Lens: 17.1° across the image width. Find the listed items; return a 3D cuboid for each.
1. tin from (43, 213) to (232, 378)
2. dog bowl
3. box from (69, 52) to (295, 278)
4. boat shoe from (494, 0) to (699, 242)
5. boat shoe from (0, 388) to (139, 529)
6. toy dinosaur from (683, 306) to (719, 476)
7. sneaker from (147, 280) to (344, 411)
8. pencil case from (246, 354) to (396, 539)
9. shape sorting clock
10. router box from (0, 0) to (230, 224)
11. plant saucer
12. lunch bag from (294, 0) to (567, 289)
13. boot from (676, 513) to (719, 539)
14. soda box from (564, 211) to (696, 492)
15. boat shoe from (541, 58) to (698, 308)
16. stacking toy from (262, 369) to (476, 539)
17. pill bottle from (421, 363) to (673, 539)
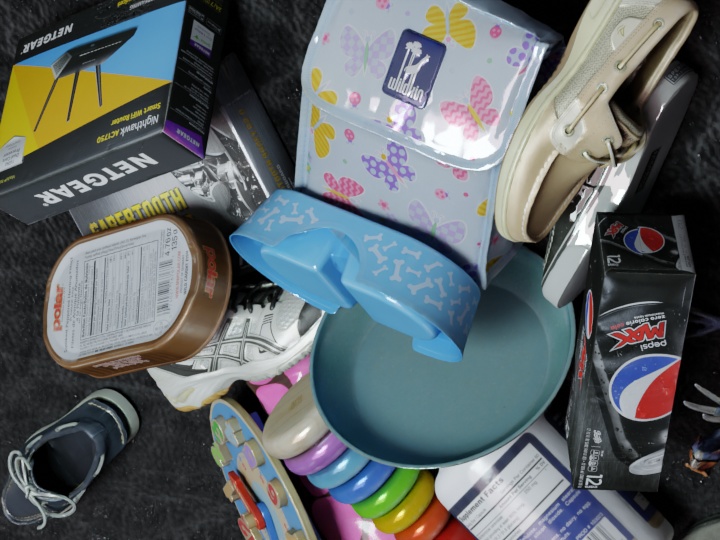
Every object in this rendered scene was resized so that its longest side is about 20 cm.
[{"bbox_3d":[-0.176,0.018,1.841,0.199,0.042,0.113,-14,64,45],"label":"tin"},{"bbox_3d":[0.000,0.000,1.698,0.199,0.050,0.112,23,165,33],"label":"dog bowl"},{"bbox_3d":[-0.142,-0.063,1.874,0.199,0.048,0.159,-19,103,39],"label":"box"},{"bbox_3d":[0.154,-0.099,1.569,0.065,0.072,0.201,35,105,27],"label":"boat shoe"},{"bbox_3d":[-0.263,0.174,2.077,0.075,0.062,0.200,52,132,-3],"label":"boat shoe"},{"bbox_3d":[0.289,0.083,1.638,0.199,0.105,0.182,17,142,14],"label":"toy dinosaur"},{"bbox_3d":[-0.098,0.039,1.834,0.199,0.076,0.088,-28,110,32],"label":"sneaker"},{"bbox_3d":[-0.018,0.147,1.881,0.093,0.091,0.201,-15,103,45],"label":"pencil case"},{"bbox_3d":[-0.074,0.194,1.914,0.201,0.039,0.200,59,166,24],"label":"shape sorting clock"},{"bbox_3d":[-0.190,-0.132,1.807,0.199,0.150,0.051,-18,144,39],"label":"router box"},{"bbox_3d":[0.062,0.064,1.731,0.199,0.201,0.036,14,152,28],"label":"plant saucer"},{"bbox_3d":[0.049,-0.113,1.653,0.169,0.127,0.201,28,136,18],"label":"lunch bag"},{"bbox_3d":[0.283,0.227,1.686,0.199,0.131,0.068,-8,110,37],"label":"boot"},{"bbox_3d":[0.183,0.058,1.645,0.063,0.071,0.201,1,129,-3],"label":"soda box"},{"bbox_3d":[0.165,-0.068,1.650,0.064,0.071,0.201,35,118,20],"label":"boat shoe"},{"bbox_3d":[0.020,0.165,1.810,0.085,0.086,0.200,-28,115,41],"label":"stacking toy"},{"bbox_3d":[0.126,0.161,1.771,0.200,0.111,0.111,45,131,6],"label":"pill bottle"}]
